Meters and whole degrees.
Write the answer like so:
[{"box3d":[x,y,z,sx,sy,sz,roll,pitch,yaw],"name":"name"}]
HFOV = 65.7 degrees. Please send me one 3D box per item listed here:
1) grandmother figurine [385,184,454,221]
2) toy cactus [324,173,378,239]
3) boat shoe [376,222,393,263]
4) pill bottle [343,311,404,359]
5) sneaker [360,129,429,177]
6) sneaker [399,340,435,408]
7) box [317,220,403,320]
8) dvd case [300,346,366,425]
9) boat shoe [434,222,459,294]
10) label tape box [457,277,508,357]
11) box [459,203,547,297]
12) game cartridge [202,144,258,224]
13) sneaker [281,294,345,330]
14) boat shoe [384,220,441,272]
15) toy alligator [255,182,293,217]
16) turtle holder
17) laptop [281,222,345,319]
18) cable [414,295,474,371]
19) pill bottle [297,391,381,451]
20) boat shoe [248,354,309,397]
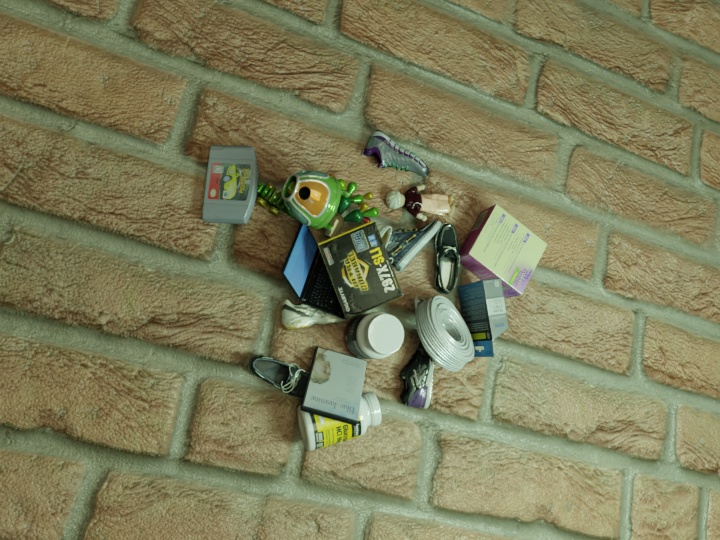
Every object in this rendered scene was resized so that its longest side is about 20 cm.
[{"box3d":[0.167,-0.191,1.583,0.195,0.061,0.123,6,48,-12],"name":"grandmother figurine"},{"box3d":[-0.056,-0.162,1.492,0.197,0.102,0.168,25,79,-7],"name":"toy cactus"},{"box3d":[0.043,-0.033,1.467,0.084,0.075,0.205,8,61,24],"name":"boat shoe"},{"box3d":[0.034,0.165,1.411,0.113,0.200,0.119,3,80,-16],"name":"pill bottle"},{"box3d":[0.097,-0.306,1.578,0.198,0.074,0.088,34,84,2],"name":"sneaker"},{"box3d":[0.151,0.264,1.501,0.086,0.076,0.205,8,79,-9],"name":"sneaker"},{"box3d":[0.000,0.000,1.395,0.157,0.049,0.204,-21,85,-2],"name":"box"},{"box3d":[-0.063,0.282,1.386,0.140,0.018,0.202,16,38,-4],"name":"dvd case"},{"box3d":[0.248,-0.035,1.567,0.074,0.060,0.205,0,88,-8],"name":"boat shoe"},{"box3d":[0.340,0.133,1.540,0.062,0.144,0.205,-6,84,-19],"name":"label tape box"},{"box3d":[0.406,-0.054,1.613,0.198,0.097,0.178,35,74,-8],"name":"box"},{"box3d":[-0.328,-0.221,1.423,0.130,0.041,0.205,3,80,2],"name":"game cartridge"},{"box3d":[-0.109,0.099,1.443,0.196,0.076,0.090,-6,84,-18],"name":"sneaker"},{"box3d":[0.140,-0.093,1.552,0.091,0.071,0.200,42,65,5],"name":"boat shoe"},{"box3d":[-0.252,-0.205,1.456,0.198,0.054,0.060,34,73,-9],"name":"toy alligator"},{"box3d":[-0.125,-0.192,1.386,0.130,0.142,0.187,21,31,-31],"name":"turtle holder"},{"box3d":[-0.091,-0.002,1.419,0.196,0.104,0.180,21,54,-5],"name":"laptop"},{"box3d":[0.227,0.166,1.491,0.199,0.069,0.202,40,32,-22],"name":"cable"},{"box3d":[-0.052,0.370,1.400,0.196,0.112,0.115,-11,85,-18],"name":"pill bottle"},{"box3d":[-0.186,0.266,1.401,0.198,0.062,0.076,30,72,-11],"name":"boat shoe"}]
